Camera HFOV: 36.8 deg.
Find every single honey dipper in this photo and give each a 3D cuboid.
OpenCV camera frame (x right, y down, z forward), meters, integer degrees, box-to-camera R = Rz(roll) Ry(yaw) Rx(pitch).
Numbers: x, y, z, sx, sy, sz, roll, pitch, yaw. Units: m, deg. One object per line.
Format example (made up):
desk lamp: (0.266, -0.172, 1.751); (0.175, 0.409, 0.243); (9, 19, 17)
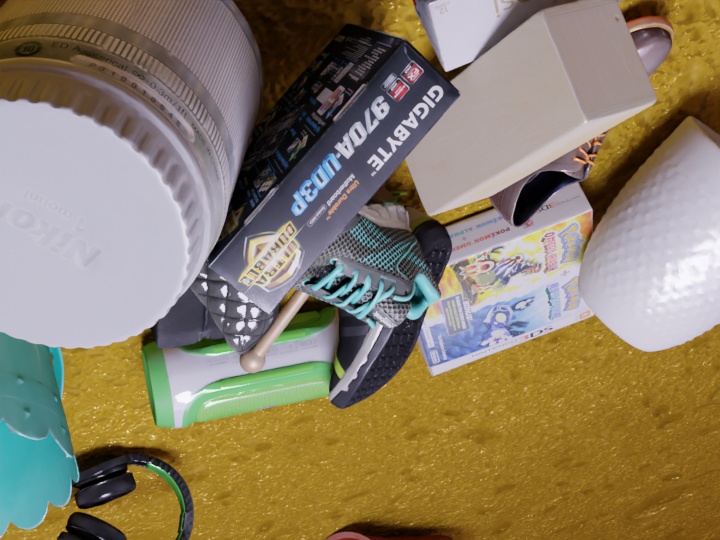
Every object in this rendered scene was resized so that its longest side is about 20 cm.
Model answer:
honey dipper: (-0.042, 0.010, 0.903); (0.038, 0.038, 0.200); (16, 119, -43)

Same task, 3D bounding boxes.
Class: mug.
mug: (0.286, -0.028, 0.968); (0.175, 0.148, 0.200); (-50, 180, 21)

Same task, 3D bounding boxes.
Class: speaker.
speaker: (-0.093, 0.087, 0.987); (0.199, 0.089, 0.089); (-10, 146, -15)

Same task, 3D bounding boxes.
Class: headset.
headset: (-0.274, 0.248, 1.111); (0.199, 0.124, 0.094); (13, 156, -20)

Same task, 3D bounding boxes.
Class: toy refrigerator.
toy refrigerator: (0.106, -0.107, 0.743); (0.070, 0.076, 0.200); (-19, 175, -29)

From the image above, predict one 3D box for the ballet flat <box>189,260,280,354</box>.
ballet flat: (-0.147, -0.013, 0.751); (0.057, 0.200, 0.066); (-58, -179, -4)

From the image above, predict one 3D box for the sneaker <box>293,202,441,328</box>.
sneaker: (0.000, 0.000, 0.774); (0.078, 0.091, 0.200); (-41, 162, 27)

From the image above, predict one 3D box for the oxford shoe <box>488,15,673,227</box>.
oxford shoe: (0.176, -0.112, 0.850); (0.071, 0.073, 0.200); (11, 136, -38)

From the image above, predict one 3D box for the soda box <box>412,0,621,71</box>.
soda box: (0.131, -0.206, 0.699); (0.199, 0.064, 0.068); (-22, 147, 2)

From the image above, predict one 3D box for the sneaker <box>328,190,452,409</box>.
sneaker: (0.011, 0.024, 0.934); (0.072, 0.083, 0.200); (-11, 132, -55)

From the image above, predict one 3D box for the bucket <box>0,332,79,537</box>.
bucket: (-0.330, 0.122, 0.864); (0.207, 0.135, 0.207); (-14, 148, -9)

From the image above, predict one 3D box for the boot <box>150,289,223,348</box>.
boot: (-0.084, -0.015, 0.859); (0.164, 0.066, 0.200); (0, 140, -15)

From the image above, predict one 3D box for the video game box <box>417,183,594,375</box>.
video game box: (0.133, 0.013, 1.038); (0.182, 0.047, 0.200); (-23, 147, -1)

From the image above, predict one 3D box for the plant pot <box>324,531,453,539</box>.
plant pot: (0.057, 0.460, 1.532); (0.195, 0.201, 0.201); (4, 141, -46)

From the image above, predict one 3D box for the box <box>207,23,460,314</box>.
box: (-0.029, -0.073, 0.659); (0.046, 0.200, 0.159); (40, 95, -17)

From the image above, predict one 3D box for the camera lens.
camera lens: (-0.143, -0.076, 0.594); (0.159, 0.200, 0.160); (3, 126, 4)
